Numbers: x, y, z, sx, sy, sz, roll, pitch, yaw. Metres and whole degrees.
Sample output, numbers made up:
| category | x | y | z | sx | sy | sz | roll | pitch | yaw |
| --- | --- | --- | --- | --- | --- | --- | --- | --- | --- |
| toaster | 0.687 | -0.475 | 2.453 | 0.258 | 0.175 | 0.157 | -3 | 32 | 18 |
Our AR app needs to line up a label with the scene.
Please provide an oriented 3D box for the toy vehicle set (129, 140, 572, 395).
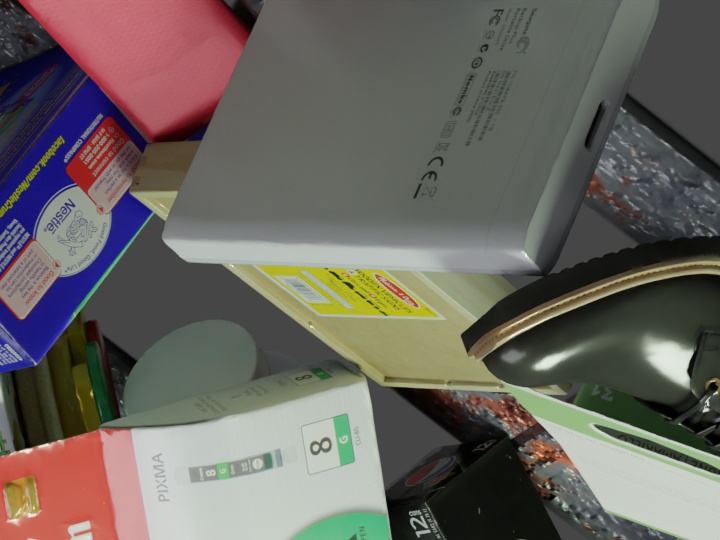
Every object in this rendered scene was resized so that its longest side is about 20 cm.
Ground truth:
| category | x | y | z | sx | sy | sz | roll | pitch | yaw |
| --- | --- | --- | --- | --- | --- | --- | --- | --- | --- |
| toy vehicle set | 0.000 | 0.000 | 1.410 | 0.124 | 0.027 | 0.200 | 1 | 152 | 43 |

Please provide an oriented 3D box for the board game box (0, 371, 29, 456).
| category | x | y | z | sx | sy | sz | roll | pitch | yaw |
| --- | --- | --- | --- | --- | --- | --- | --- | --- | --- |
| board game box | -0.194 | 0.078 | 1.588 | 0.034 | 0.200 | 0.127 | -12 | 113 | -3 |

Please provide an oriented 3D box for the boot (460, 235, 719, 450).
| category | x | y | z | sx | sy | sz | roll | pitch | yaw |
| --- | --- | --- | --- | --- | --- | --- | --- | --- | --- |
| boot | 0.147 | 0.061 | 1.190 | 0.077 | 0.199 | 0.139 | -40 | 61 | 60 |

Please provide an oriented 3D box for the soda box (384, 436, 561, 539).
| category | x | y | z | sx | sy | sz | roll | pitch | yaw |
| --- | --- | --- | --- | --- | --- | --- | --- | --- | --- |
| soda box | 0.081 | 0.189 | 1.563 | 0.063 | 0.071 | 0.201 | -13 | 108 | 53 |

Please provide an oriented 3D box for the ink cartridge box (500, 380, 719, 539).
| category | x | y | z | sx | sy | sz | roll | pitch | yaw |
| --- | --- | --- | --- | --- | --- | --- | --- | --- | --- |
| ink cartridge box | 0.157 | 0.084 | 1.354 | 0.145 | 0.048 | 0.200 | 19 | 165 | 25 |

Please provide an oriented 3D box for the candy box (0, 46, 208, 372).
| category | x | y | z | sx | sy | sz | roll | pitch | yaw |
| --- | --- | --- | --- | --- | --- | --- | --- | --- | --- |
| candy box | -0.183 | -0.024 | 1.459 | 0.077 | 0.169 | 0.199 | 49 | 148 | -21 |

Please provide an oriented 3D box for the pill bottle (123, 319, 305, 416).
| category | x | y | z | sx | sy | sz | roll | pitch | yaw |
| --- | --- | --- | --- | --- | --- | --- | --- | --- | --- |
| pill bottle | -0.050 | 0.121 | 1.602 | 0.112 | 0.113 | 0.200 | 9 | 143 | 37 |

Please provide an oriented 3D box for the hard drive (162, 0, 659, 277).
| category | x | y | z | sx | sy | sz | roll | pitch | yaw |
| --- | --- | --- | --- | --- | --- | --- | --- | --- | --- |
| hard drive | 0.018 | -0.061 | 1.241 | 0.199 | 0.133 | 0.027 | 3 | 151 | 42 |

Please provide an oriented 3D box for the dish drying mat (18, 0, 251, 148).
| category | x | y | z | sx | sy | sz | roll | pitch | yaw |
| --- | --- | --- | --- | --- | --- | --- | --- | --- | --- |
| dish drying mat | -0.125 | -0.142 | 1.352 | 0.077 | 0.018 | 0.200 | -32 | 115 | 24 |

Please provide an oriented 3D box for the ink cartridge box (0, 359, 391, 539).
| category | x | y | z | sx | sy | sz | roll | pitch | yaw |
| --- | --- | --- | --- | --- | --- | --- | --- | --- | --- |
| ink cartridge box | -0.081 | 0.147 | 1.493 | 0.050 | 0.199 | 0.162 | 25 | 127 | 62 |

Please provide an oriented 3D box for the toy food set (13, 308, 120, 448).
| category | x | y | z | sx | sy | sz | roll | pitch | yaw |
| --- | --- | --- | --- | --- | --- | --- | --- | --- | --- |
| toy food set | -0.149 | 0.096 | 1.630 | 0.048 | 0.198 | 0.201 | -12 | 119 | -3 |
